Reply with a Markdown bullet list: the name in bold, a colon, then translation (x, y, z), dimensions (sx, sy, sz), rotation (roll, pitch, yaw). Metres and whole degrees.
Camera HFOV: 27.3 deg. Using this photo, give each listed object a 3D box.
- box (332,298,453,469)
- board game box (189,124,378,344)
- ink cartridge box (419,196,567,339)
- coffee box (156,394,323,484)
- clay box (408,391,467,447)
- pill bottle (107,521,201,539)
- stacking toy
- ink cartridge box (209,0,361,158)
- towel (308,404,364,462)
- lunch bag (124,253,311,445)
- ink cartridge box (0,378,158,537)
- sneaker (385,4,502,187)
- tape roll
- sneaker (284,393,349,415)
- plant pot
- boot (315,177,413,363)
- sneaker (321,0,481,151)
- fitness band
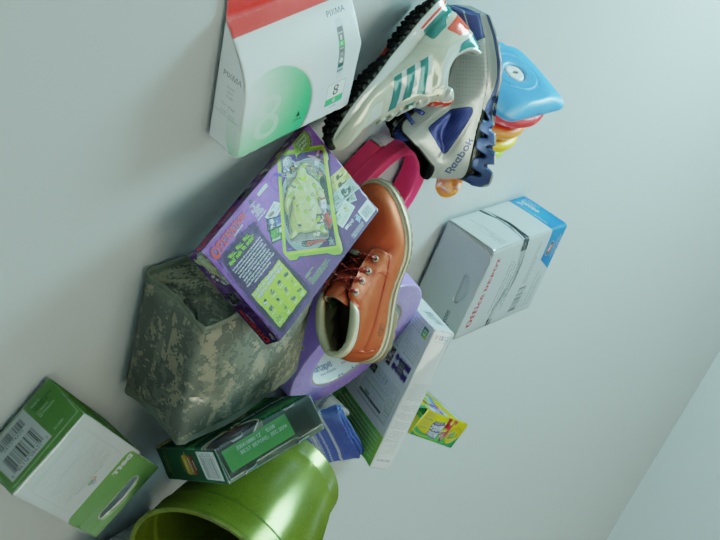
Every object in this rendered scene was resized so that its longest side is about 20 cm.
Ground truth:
- **box**: translation (0.034, 0.127, 1.863), dimensions (0.036, 0.144, 0.201), rotation (14, 111, -32)
- **board game box**: translation (-0.072, -0.038, 1.474), dimensions (0.120, 0.032, 0.200), rotation (53, 52, -20)
- **ink cartridge box**: translation (0.175, -0.007, 2.012), dimensions (0.199, 0.084, 0.146), rotation (-18, 138, -52)
- **coffee box**: translation (-0.132, 0.178, 1.575), dimensions (0.122, 0.044, 0.200), rotation (-28, -174, -24)
- **clay box**: translation (0.064, 0.181, 2.026), dimensions (0.048, 0.115, 0.200), rotation (-53, 154, 4)
- **pill bottle**: translation (-0.276, 0.366, 1.684), dimensions (0.199, 0.114, 0.115), rotation (-29, 146, -41)
- **stacking toy**: translation (0.138, -0.161, 1.753), dimensions (0.115, 0.110, 0.201), rotation (-18, 150, -41)
- **ink cartridge box**: translation (-0.061, -0.219, 1.384), dimensions (0.160, 0.050, 0.201), rotation (-30, 149, -40)
- **towel**: translation (-0.101, 0.222, 1.792), dimensions (0.198, 0.024, 0.145), rotation (-19, 151, 2)
- **lunch bag**: translation (-0.130, 0.059, 1.538), dimensions (0.199, 0.117, 0.165), rotation (-22, 140, -40)
- **ink cartridge box**: translation (-0.291, 0.194, 1.501), dimensions (0.104, 0.059, 0.200), rotation (-49, 155, -7)
- **sneaker**: translation (0.087, -0.183, 1.610), dimensions (0.114, 0.081, 0.202), rotation (-6, 107, -16)
- **tape roll**: translation (-0.023, 0.066, 1.745), dimensions (0.199, 0.066, 0.201), rotation (-36, 159, -16)
- **sneaker**: translation (-0.059, 0.220, 1.898), dimensions (0.075, 0.087, 0.201), rotation (-45, 156, -31)
- **plant pot**: translation (-0.121, 0.283, 1.650), dimensions (0.193, 0.199, 0.202), rotation (-50, 160, -48)
- **boot**: translation (0.000, 0.000, 1.579), dimensions (0.107, 0.074, 0.202), rotation (4, 92, -63)
- **sneaker**: translation (0.048, -0.186, 1.536), dimensions (0.200, 0.093, 0.070), rotation (-51, -163, -9)
- **fitness band**: translation (0.000, -0.073, 1.692), dimensions (0.200, 0.037, 0.144), rotation (-46, 157, -12)
